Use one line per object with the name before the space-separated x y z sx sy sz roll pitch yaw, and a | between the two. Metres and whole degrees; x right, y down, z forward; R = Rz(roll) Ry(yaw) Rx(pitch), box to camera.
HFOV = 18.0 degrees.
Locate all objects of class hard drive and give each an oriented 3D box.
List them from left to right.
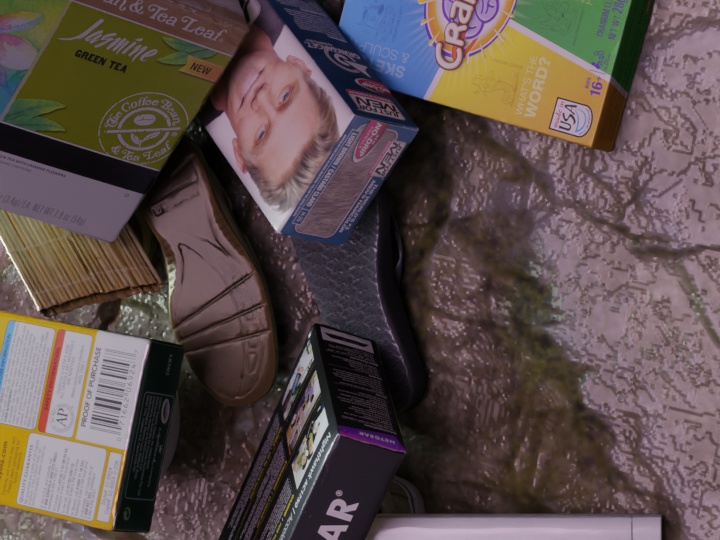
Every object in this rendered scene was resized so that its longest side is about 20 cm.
hard drive | 0.094 0.223 1.459 0.200 0.027 0.132 -1 90 8

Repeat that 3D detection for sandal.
sandal | 0.000 0.000 1.538 0.076 0.043 0.200 -7 96 33

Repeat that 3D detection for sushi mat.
sushi mat | -0.217 -0.049 1.576 0.200 0.096 0.012 57 146 34

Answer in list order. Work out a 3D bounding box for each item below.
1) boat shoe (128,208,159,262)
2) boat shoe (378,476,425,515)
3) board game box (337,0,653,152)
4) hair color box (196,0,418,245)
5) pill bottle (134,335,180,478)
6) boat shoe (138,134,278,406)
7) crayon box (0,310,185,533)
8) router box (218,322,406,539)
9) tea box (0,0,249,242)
boat shoe | -0.236 -0.059 1.634 0.200 0.068 0.072 33 104 23
boat shoe | 0.007 0.237 1.516 0.072 0.062 0.200 -2 89 26
board game box | 0.089 -0.177 1.487 0.200 0.040 0.153 18 98 25
hair color box | -0.052 -0.119 1.505 0.100 0.060 0.200 -57 47 24
pill bottle | -0.238 0.102 1.611 0.200 0.112 0.112 -1 90 26
boat shoe | -0.105 -0.003 1.582 0.073 0.063 0.201 -25 86 11
crayon box | -0.223 0.093 1.512 0.200 0.052 0.126 10 87 26
router box | -0.039 0.157 1.479 0.051 0.149 0.200 18 113 -15
tea box | -0.214 -0.151 1.489 0.197 0.200 0.134 -56 35 28
